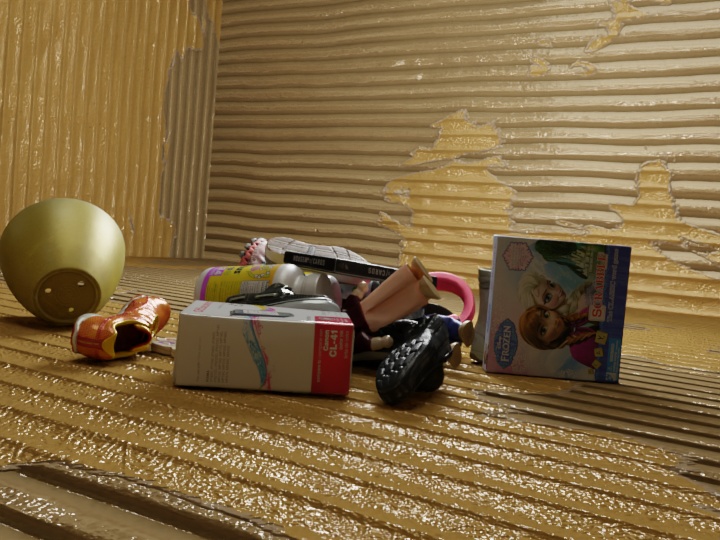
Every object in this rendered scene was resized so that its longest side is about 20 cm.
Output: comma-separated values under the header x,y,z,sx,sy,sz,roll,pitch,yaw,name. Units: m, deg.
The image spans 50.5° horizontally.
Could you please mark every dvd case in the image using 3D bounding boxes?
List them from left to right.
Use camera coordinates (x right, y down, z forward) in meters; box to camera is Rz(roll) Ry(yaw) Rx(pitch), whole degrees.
x,y,z,sx,sy,sz,roll,pitch,yaw,name
0.000,0.000,1.194,0.198,0.025,0.149,9,0,-37,dvd case

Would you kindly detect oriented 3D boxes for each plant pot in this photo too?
x,y,z,sx,sy,sz,roll,pitch,yaw,name
-0.470,0.007,1.216,0.197,0.202,0.142,4,28,-26,plant pot

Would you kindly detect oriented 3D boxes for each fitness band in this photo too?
x,y,z,sx,sy,sz,roll,pitch,yaw,name
0.090,0.068,1.237,0.197,0.038,0.144,-19,36,-7,fitness band

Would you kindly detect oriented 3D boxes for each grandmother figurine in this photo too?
x,y,z,sx,sy,sz,roll,pitch,yaw,name
0.008,0.061,1.033,0.061,0.199,0.122,48,14,-31,grandmother figurine

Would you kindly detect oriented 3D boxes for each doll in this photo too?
x,y,z,sx,sy,sz,roll,pitch,yaw,name
0.074,0.080,1.153,0.198,0.137,0.049,16,-30,35,doll

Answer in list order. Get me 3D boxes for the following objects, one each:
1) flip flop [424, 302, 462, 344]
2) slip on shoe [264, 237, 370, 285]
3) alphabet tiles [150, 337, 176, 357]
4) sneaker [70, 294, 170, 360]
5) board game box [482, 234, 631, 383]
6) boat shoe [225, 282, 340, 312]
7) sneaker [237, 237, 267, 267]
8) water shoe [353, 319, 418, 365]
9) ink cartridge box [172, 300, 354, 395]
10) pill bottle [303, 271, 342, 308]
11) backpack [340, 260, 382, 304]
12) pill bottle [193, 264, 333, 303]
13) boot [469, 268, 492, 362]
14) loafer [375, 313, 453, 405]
x,y,z,sx,sy,sz,roll,pitch,yaw,name
0.083,0.099,1.304,0.197,0.082,0.057,0,-14,24,flip flop
-0.075,-0.002,1.340,0.197,0.061,0.076,12,35,6,slip on shoe
-0.191,0.109,1.090,0.194,0.015,0.199,7,4,43,alphabet tiles
-0.298,0.082,1.006,0.076,0.074,0.200,13,14,12,sneaker
0.287,0.056,1.122,0.196,0.203,0.041,4,3,1,board game box
-0.117,0.049,1.042,0.197,0.072,0.072,-7,-32,24,boat shoe
-0.198,0.025,1.435,0.097,0.202,0.071,17,-39,3,sneaker
0.025,0.112,1.082,0.198,0.072,0.079,2,-30,43,water shoe
-0.110,0.089,0.904,0.197,0.087,0.148,6,3,-5,ink cartridge box
-0.139,0.055,1.297,0.197,0.114,0.112,6,3,21,pill bottle
-0.029,0.049,1.424,0.197,0.156,0.163,-10,-28,13,backpack
-0.144,0.044,1.152,0.197,0.106,0.104,-2,0,20,pill bottle
0.274,0.073,1.188,0.197,0.157,0.072,5,3,5,boot
0.072,0.113,0.904,0.068,0.071,0.200,-28,5,24,loafer
